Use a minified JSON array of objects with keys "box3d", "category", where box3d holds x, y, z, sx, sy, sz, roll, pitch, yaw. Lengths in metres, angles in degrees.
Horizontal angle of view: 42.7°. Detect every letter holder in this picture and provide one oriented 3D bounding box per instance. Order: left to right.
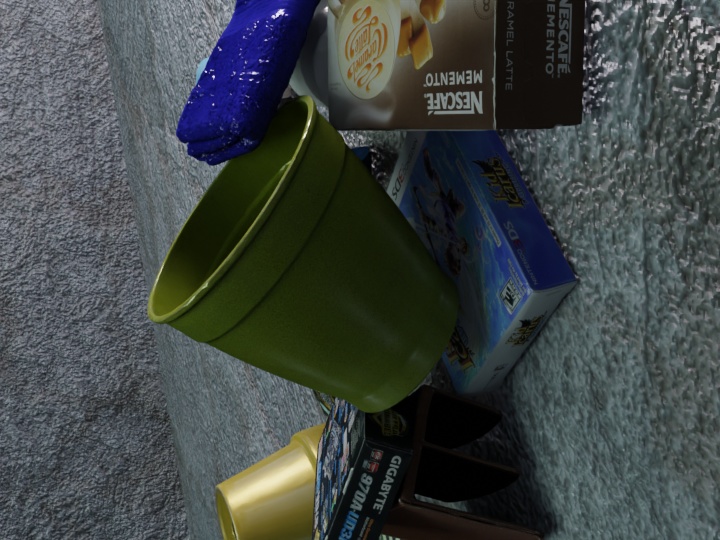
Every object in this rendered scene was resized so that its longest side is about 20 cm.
[{"box3d":[0.084,0.195,0.855,0.200,0.139,0.103,123,162,-66],"category":"letter holder"}]

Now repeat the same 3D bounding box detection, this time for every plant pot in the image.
[{"box3d":[-0.092,0.330,1.257,0.200,0.185,0.205,167,90,-69],"category":"plant pot"},{"box3d":[-0.030,0.006,0.719,0.192,0.202,0.200,37,172,-22],"category":"plant pot"}]

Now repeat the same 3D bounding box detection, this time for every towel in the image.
[{"box3d":[-0.085,-0.191,0.754,0.147,0.049,0.204,-5,63,64],"category":"towel"}]

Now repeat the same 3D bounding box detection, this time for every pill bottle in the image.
[{"box3d":[-0.039,-0.226,0.882,0.200,0.112,0.116,-132,35,-53],"category":"pill bottle"}]

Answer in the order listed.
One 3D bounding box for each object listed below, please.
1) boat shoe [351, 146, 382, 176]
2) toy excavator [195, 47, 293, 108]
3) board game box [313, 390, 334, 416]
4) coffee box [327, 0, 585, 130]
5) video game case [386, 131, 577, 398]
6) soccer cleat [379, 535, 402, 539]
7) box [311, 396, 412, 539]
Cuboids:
[{"box3d":[-0.016,-0.091,0.982,0.200,0.082,0.070,-129,21,-81],"category":"boat shoe"},{"box3d":[-0.164,-0.241,1.207,0.197,0.193,0.102,1,106,40],"category":"toy excavator"},{"box3d":[-0.028,0.155,1.152,0.137,0.028,0.199,65,165,-22],"category":"board game box"},{"box3d":[0.059,-0.156,0.644,0.199,0.078,0.117,15,108,56],"category":"coffee box"},{"box3d":[0.086,-0.023,0.770,0.182,0.045,0.203,109,143,-56],"category":"video game case"},{"box3d":[0.057,0.290,1.018,0.200,0.066,0.083,-136,58,-64],"category":"soccer cleat"},{"box3d":[-0.001,0.162,0.838,0.201,0.045,0.162,-90,18,-65],"category":"box"}]
